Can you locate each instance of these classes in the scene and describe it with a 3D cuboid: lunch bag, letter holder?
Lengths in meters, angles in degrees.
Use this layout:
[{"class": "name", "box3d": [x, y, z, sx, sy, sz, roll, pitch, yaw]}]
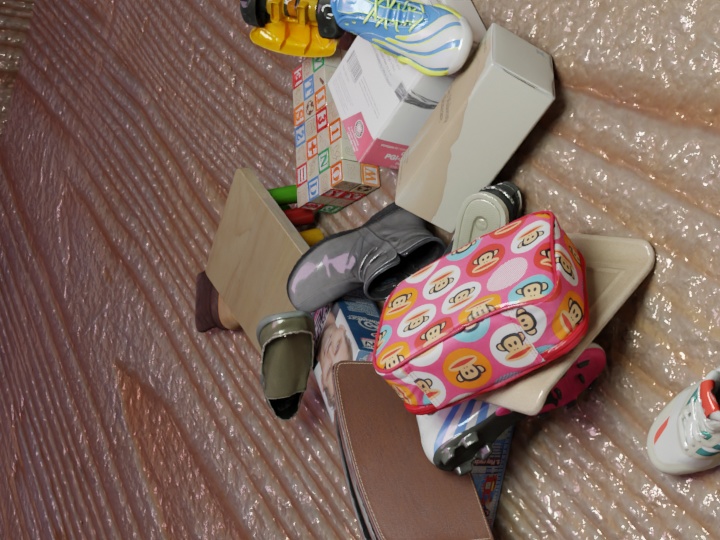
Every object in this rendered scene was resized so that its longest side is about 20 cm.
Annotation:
[{"class": "lunch bag", "box3d": [0.109, 0.029, 0.993, 0.199, 0.082, 0.177, -27, 28, 25]}, {"class": "letter holder", "box3d": [0.024, 0.203, 1.083, 0.101, 0.141, 0.202, -48, 48, 40]}]

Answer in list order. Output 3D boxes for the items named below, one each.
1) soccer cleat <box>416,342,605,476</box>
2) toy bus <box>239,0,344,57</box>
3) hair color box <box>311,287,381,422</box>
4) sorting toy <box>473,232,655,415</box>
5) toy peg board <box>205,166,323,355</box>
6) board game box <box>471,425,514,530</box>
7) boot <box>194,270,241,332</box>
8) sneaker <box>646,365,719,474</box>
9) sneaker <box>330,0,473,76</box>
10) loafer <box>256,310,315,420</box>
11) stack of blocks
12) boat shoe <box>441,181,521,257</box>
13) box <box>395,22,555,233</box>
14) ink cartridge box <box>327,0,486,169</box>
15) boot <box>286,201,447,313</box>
[{"class": "soccer cleat", "box3d": [0.138, 0.113, 1.038, 0.199, 0.070, 0.087, -35, 48, 9]}, {"class": "toy bus", "box3d": [-0.063, -0.408, 1.398, 0.193, 0.134, 0.202, -60, -23, -46]}, {"class": "hair color box", "box3d": [-0.014, 0.094, 1.306, 0.200, 0.060, 0.101, -119, 45, -61]}, {"class": "sorting toy", "box3d": [0.166, 0.047, 1.027, 0.200, 0.037, 0.184, -49, 27, -19]}, {"class": "toy peg board", "box3d": [-0.106, -0.009, 1.482, 0.200, 0.097, 0.201, 51, 137, 29]}, {"class": "board game box", "box3d": [0.089, 0.195, 1.170, 0.199, 0.061, 0.203, -4, 80, 56]}, {"class": "boot", "box3d": [-0.217, -0.007, 1.664, 0.166, 0.072, 0.203, -12, 78, 53]}, {"class": "sneaker", "box3d": [0.284, 0.106, 0.855, 0.200, 0.092, 0.071, -42, 51, 46]}, {"class": "sneaker", "box3d": [0.032, -0.261, 1.148, 0.200, 0.104, 0.077, 34, 111, 54]}, {"class": "loafer", "box3d": [-0.086, 0.118, 1.311, 0.201, 0.074, 0.070, 94, 163, -55]}, {"class": "stack of blocks", "box3d": [-0.035, -0.191, 1.430, 0.115, 0.058, 0.203, -26, 63, 52]}, {"class": "boat shoe", "box3d": [0.123, -0.005, 1.164, 0.071, 0.068, 0.202, 29, 125, 14]}, {"class": "box", "box3d": [0.119, -0.148, 1.143, 0.201, 0.077, 0.095, -55, 16, 35]}, {"class": "ink cartridge box", "box3d": [0.057, -0.241, 1.275, 0.201, 0.084, 0.147, -54, 43, 38]}, {"class": "boot", "box3d": [0.000, 0.000, 1.234, 0.199, 0.070, 0.132, -38, 25, 9]}]
